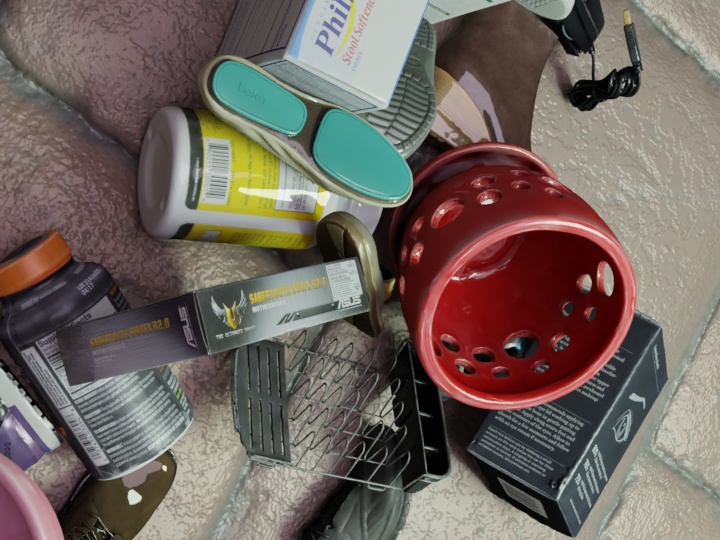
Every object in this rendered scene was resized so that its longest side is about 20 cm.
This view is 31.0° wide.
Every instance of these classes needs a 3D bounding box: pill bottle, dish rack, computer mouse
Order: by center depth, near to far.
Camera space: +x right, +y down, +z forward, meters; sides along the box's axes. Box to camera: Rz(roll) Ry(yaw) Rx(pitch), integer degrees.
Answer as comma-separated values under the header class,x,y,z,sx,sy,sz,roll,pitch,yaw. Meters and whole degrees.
class,x,y,z,sx,sy,sz,roll,pitch,yaw
pill bottle,-0.232,0.067,1.089,0.106,0.106,0.201,-35,106,-20
pill bottle,-0.086,-0.078,1.147,0.199,0.114,0.115,5,90,-26
dish rack,-0.021,0.121,1.182,0.199,0.055,0.154,16,44,-24
computer mouse,0.217,-0.256,1.273,0.046,0.140,0.201,-12,98,-17

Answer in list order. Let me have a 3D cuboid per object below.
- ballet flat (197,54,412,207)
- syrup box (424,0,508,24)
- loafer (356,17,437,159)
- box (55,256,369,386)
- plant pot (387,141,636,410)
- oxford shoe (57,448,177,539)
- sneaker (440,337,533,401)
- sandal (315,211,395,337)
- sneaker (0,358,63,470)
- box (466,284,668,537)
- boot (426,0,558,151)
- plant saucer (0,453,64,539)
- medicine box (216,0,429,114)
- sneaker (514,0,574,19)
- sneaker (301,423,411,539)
class,x,y,z,sx,sy,sz,roll,pitch,yaw
ballet flat,-0.048,-0.112,1.074,0.200,0.069,0.070,33,79,-15
syrup box,0.083,-0.283,1.171,0.081,0.200,0.079,25,81,-24
loafer,0.028,-0.155,1.181,0.075,0.070,0.201,23,46,-8
box,-0.113,0.039,1.032,0.200,0.158,0.049,-12,88,-52
plant pot,0.124,-0.002,1.176,0.199,0.183,0.201,-7,121,-11
oxford shoe,-0.228,0.228,1.111,0.200,0.084,0.073,-45,108,-19
sneaker,0.151,0.067,1.285,0.200,0.087,0.075,-38,106,-20
sandal,0.000,0.000,1.154,0.080,0.200,0.054,39,69,18
sneaker,-0.335,0.092,1.060,0.087,0.076,0.200,-38,108,-13
box,0.207,0.137,1.269,0.200,0.104,0.148,-56,154,-14
boot,0.157,-0.163,1.283,0.200,0.072,0.167,36,79,-19
plant saucer,-0.306,0.228,1.034,0.051,0.200,0.202,-14,100,-61
medicine box,-0.028,-0.233,1.120,0.103,0.200,0.183,25,82,-25
sneaker,0.161,-0.344,1.252,0.118,0.074,0.201,-40,86,-21
sneaker,-0.009,0.242,1.227,0.090,0.076,0.201,14,83,-16
